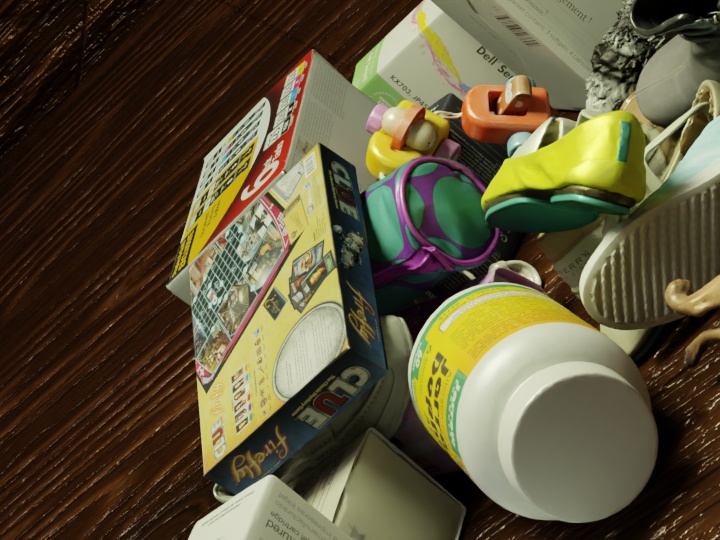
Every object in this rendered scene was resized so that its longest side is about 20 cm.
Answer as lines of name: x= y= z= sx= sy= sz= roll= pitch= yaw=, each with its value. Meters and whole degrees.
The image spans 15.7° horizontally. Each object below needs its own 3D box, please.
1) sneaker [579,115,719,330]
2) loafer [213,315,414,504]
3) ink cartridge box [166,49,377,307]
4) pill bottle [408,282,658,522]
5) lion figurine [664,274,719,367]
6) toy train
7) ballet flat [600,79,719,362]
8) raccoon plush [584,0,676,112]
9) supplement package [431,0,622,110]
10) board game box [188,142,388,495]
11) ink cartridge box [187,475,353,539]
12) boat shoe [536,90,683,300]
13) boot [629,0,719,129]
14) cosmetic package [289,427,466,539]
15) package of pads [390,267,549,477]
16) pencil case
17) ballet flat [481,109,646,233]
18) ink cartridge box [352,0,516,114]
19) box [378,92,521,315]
sneaker: x=0.210 y=-0.042 z=1.540 sx=0.200 sy=0.074 sz=0.082 roll=-37 pitch=16 yaw=4
loafer: x=-0.029 y=0.097 z=1.649 sx=0.200 sy=0.070 sz=0.070 roll=-55 pitch=42 yaw=41
ink cartridge box: x=-0.072 y=-0.039 z=1.909 sx=0.176 sy=0.084 sz=0.200 roll=-44 pitch=17 yaw=25
pill bottle: x=0.100 y=0.078 z=1.480 sx=0.113 sy=0.113 sz=0.200 roll=-50 pitch=16 yaw=1
lion figurine: x=0.250 y=-0.023 z=1.403 sx=0.200 sy=0.072 sz=0.122 roll=-64 pitch=28 yaw=2
toy train: x=0.077 y=-0.073 z=1.819 sx=0.056 sy=0.150 sz=0.200 roll=100 pitch=176 yaw=-50
ballet flat: x=0.185 y=-0.035 z=1.595 sx=0.200 sy=0.069 sz=0.069 roll=-56 pitch=16 yaw=-21
raccoon plush: x=0.242 y=-0.175 z=1.805 sx=0.134 sy=0.097 sz=0.201 roll=35 pitch=115 yaw=62
supplement package: x=0.161 y=-0.255 z=1.948 sx=0.200 sy=0.191 sz=0.147 roll=-53 pitch=16 yaw=-6
board game box: x=-0.049 y=0.029 z=1.642 sx=0.135 sy=0.035 sz=0.200 roll=-42 pitch=33 yaw=26
ink cartridge box: x=-0.051 y=0.241 z=1.465 sx=0.084 sy=0.146 sz=0.200 roll=-36 pitch=22 yaw=41
boat shoe: x=0.167 y=-0.065 z=1.717 sx=0.074 sy=0.066 sz=0.200 roll=-37 pitch=20 yaw=39
boot: x=0.212 y=-0.151 z=1.625 sx=0.200 sy=0.131 sz=0.070 roll=-31 pitch=62 yaw=45
cosmetic package: x=-0.036 y=0.199 z=1.631 sx=0.200 sy=0.087 sz=0.103 roll=-39 pitch=17 yaw=39
package of pads: x=0.042 y=0.078 z=1.717 sx=0.200 sy=0.076 sz=0.121 roll=-26 pitch=29 yaw=57
pencil case: x=0.000 y=0.000 z=1.724 sx=0.200 sy=0.085 sz=0.093 roll=-34 pitch=24 yaw=42
ballet flat: x=0.127 y=-0.062 z=1.570 sx=0.200 sy=0.067 sz=0.067 roll=167 pitch=114 yaw=-75
ink cartridge box: x=0.098 y=-0.175 z=2.076 sx=0.200 sy=0.117 sz=0.067 roll=-42 pitch=18 yaw=29
box: x=0.017 y=-0.003 z=1.929 sx=0.200 sy=0.104 sz=0.182 roll=-34 pitch=23 yaw=47
